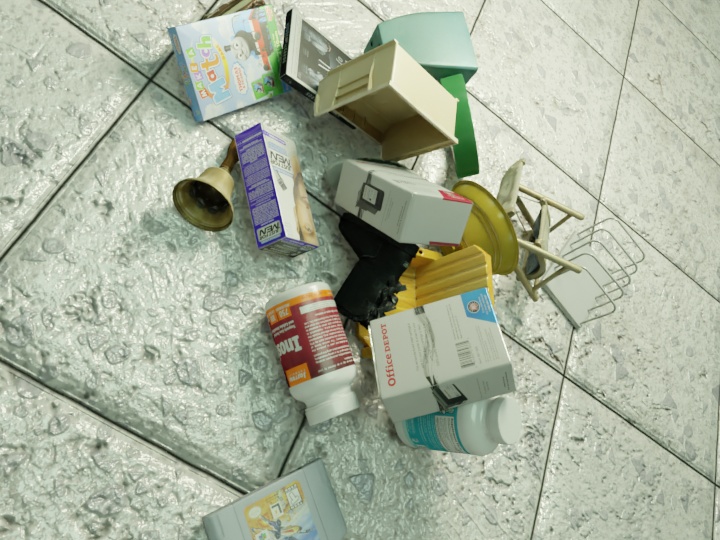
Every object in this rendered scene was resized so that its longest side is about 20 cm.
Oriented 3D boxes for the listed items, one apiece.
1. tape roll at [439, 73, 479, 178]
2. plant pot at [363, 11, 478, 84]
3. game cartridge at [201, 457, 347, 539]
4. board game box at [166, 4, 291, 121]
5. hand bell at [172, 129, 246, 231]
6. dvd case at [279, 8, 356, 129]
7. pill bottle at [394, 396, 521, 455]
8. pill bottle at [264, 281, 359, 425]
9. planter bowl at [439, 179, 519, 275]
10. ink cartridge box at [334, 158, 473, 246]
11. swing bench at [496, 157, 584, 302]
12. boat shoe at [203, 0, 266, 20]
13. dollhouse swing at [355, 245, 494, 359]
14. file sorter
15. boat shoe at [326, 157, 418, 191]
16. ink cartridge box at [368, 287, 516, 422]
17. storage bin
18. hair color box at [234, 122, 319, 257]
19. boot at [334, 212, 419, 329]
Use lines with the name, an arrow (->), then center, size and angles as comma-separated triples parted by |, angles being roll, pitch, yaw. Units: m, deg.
tape roll -> 0.202, -0.292, 1.220 | 0.047, 0.201, 0.205 | -11, 73, 9
plant pot -> 0.116, -0.449, 1.259 | 0.196, 0.141, 0.144 | -4, 73, -23
game cartridge -> -0.116, 0.377, 0.867 | 0.197, 0.041, 0.135 | -17, 77, -34
board game box -> -0.222, -0.366, 1.047 | 0.198, 0.036, 0.154 | -31, 120, -34
hand bell -> -0.223, -0.171, 0.998 | 0.103, 0.104, 0.202 | 33, 46, -15
dvd case -> -0.070, -0.384, 1.152 | 0.198, 0.024, 0.153 | 24, 60, -43
pill bottle -> 0.157, 0.237, 0.967 | 0.110, 0.198, 0.113 | 9, 77, -45
pill bottle -> -0.071, 0.131, 0.939 | 0.111, 0.113, 0.204 | -13, 78, -33
planter bowl -> 0.204, -0.062, 1.138 | 0.083, 0.200, 0.203 | -29, 87, -18
ink cartridge box -> 0.068, -0.118, 1.023 | 0.143, 0.199, 0.085 | 1, 113, -38
swing bench -> 0.347, -0.087, 1.237 | 0.199, 0.130, 0.200 | 38, 44, -10
boat shoe -> -0.259, -0.431, 1.083 | 0.074, 0.075, 0.202 | 30, 60, 28
dollhouse swing -> 0.109, 0.045, 1.040 | 0.179, 0.175, 0.204 | 12, 67, -26
file sorter -> 0.521, 0.000, 1.327 | 0.139, 0.124, 0.200 | 48, 56, -4
boat shoe -> 0.019, -0.181, 1.146 | 0.196, 0.072, 0.064 | 3, 33, -29
ink cartridge box -> 0.122, 0.130, 0.920 | 0.196, 0.085, 0.146 | -16, 47, 8
storage bin -> 0.047, -0.294, 1.090 | 0.198, 0.196, 0.096 | 25, 66, -42
hair color box -> -0.139, -0.132, 1.003 | 0.109, 0.064, 0.204 | 13, 61, -64
boot -> 0.000, 0.000, 1.036 | 0.073, 0.197, 0.164 | 32, 86, -48
